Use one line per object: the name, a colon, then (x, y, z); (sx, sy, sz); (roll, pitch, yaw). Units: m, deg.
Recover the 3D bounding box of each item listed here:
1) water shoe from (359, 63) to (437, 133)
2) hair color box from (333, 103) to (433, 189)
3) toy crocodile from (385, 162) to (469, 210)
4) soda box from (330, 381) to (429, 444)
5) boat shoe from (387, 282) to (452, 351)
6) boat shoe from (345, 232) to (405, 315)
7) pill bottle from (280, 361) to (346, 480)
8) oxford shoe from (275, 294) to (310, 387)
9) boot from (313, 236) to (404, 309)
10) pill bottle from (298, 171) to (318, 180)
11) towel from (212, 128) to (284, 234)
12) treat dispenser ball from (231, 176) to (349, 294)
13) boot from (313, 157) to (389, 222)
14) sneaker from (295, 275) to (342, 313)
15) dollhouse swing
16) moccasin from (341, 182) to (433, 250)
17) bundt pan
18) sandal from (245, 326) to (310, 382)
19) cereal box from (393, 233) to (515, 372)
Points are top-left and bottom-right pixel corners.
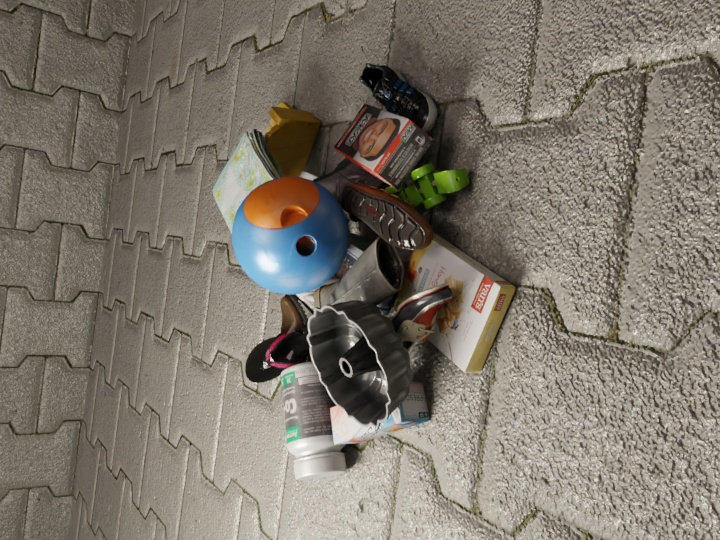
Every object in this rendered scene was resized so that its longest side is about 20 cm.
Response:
water shoe: (0.060, -0.300, 1.125); (0.200, 0.079, 0.072); (55, 128, 43)
hair color box: (0.033, -0.214, 1.081); (0.102, 0.061, 0.200); (-54, 29, 4)
toy crocodile: (0.098, -0.129, 1.061); (0.200, 0.062, 0.068); (-24, 92, 56)
soda box: (0.027, 0.246, 1.090); (0.200, 0.063, 0.069); (-35, 57, 47)
boat shoe: (0.082, 0.082, 0.970); (0.200, 0.071, 0.063); (-46, 61, 49)
boat shoe: (0.000, 0.000, 1.163); (0.200, 0.070, 0.091); (41, 118, 49)
pill bottle: (-0.086, 0.281, 1.198); (0.113, 0.113, 0.201); (-34, 57, 46)
oxford shoe: (-0.144, 0.147, 1.290); (0.073, 0.084, 0.202); (0, 98, 58)
boot: (0.003, 0.064, 1.074); (0.200, 0.072, 0.183); (-30, 71, 40)
pill bottle: (-0.127, -0.095, 1.307); (0.111, 0.111, 0.201); (26, 90, 53)
towel: (-0.232, -0.165, 1.314); (0.200, 0.048, 0.172); (-53, 52, 34)
treat dispenser ball: (-0.119, -0.060, 1.094); (0.200, 0.200, 0.202); (-13, 73, 53)
boot: (-0.038, -0.128, 1.185); (0.200, 0.070, 0.132); (-42, 45, 8)
sneaker: (-0.079, 0.041, 1.290); (0.082, 0.075, 0.200); (-48, 27, -14)
dollhouse swing: (-0.211, -0.282, 1.440); (0.176, 0.181, 0.201); (38, 117, 28)
moccasin: (0.050, -0.089, 1.037); (0.201, 0.077, 0.074); (29, 119, 49)
bundt pan: (0.005, 0.133, 0.980); (0.202, 0.075, 0.203); (34, 136, 40)
sandal: (-0.138, 0.153, 1.241); (0.075, 0.199, 0.045); (63, 177, 2)
cereal box: (0.137, 0.044, 0.988); (0.200, 0.039, 0.145); (41, 118, 50)
